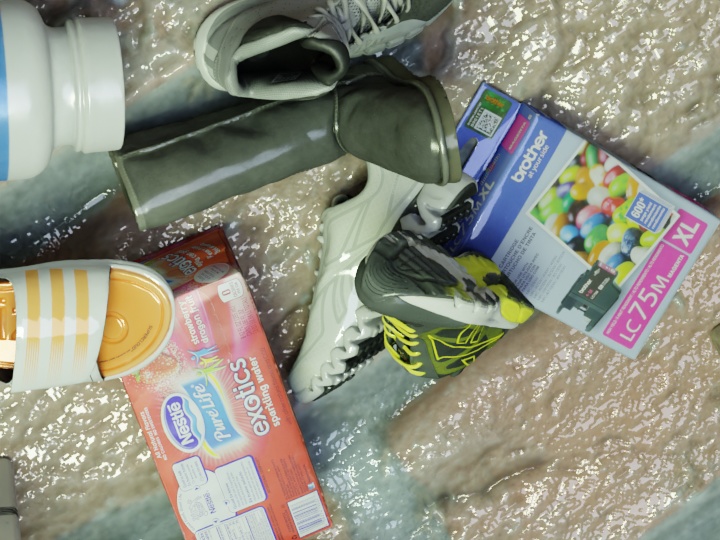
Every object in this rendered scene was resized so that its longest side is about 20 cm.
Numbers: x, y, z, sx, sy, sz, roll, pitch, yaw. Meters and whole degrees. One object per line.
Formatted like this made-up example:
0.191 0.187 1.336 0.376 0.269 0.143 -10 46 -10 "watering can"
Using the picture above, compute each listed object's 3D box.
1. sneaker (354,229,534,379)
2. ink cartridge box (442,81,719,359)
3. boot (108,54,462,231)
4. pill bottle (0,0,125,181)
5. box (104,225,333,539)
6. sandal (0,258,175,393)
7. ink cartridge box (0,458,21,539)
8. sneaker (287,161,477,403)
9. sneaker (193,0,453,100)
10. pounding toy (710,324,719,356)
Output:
0.047 0.033 1.315 0.085 0.074 0.200 -52 154 13 "sneaker"
0.140 -0.033 1.421 0.199 0.042 0.120 28 100 -20 "ink cartridge box"
-0.051 -0.073 1.283 0.198 0.182 0.073 -13 108 -15 "boot"
-0.247 -0.109 1.249 0.198 0.112 0.113 -5 110 -14 "pill bottle"
-0.100 0.087 1.366 0.099 0.096 0.202 -21 113 -5 "box"
-0.216 0.039 1.252 0.204 0.059 0.080 -1 108 -1 "sandal"
-0.260 0.227 1.317 0.083 0.200 0.147 1 109 -13 "ink cartridge box"
0.000 0.000 1.384 0.081 0.075 0.201 36 111 13 "sneaker"
-0.004 -0.154 1.296 0.199 0.116 0.076 -26 114 -4 "sneaker"
0.360 0.110 1.473 0.199 0.142 0.185 -32 114 -2 "pounding toy"
